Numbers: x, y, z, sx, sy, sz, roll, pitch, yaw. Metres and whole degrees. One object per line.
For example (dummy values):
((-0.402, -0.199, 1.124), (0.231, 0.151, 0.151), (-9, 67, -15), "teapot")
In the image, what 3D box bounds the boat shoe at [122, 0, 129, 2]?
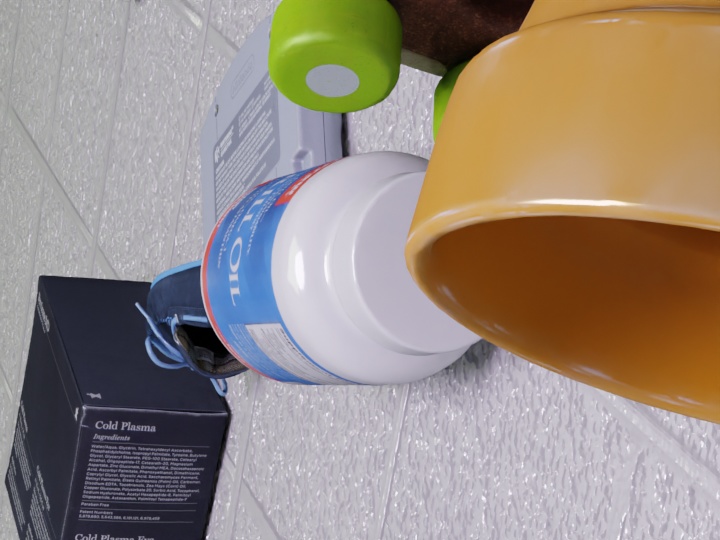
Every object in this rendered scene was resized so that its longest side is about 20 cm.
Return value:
((-0.225, -0.296, 1.757), (0.200, 0.062, 0.073), (-105, 28, -43), "boat shoe")

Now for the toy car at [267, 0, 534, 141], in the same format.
((0.065, -0.165, 0.841), (0.200, 0.157, 0.165), (-40, 38, 48), "toy car")

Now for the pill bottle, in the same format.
((0.000, 0.000, 1.014), (0.200, 0.112, 0.113), (170, 103, -69), "pill bottle")

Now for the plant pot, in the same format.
((0.130, -0.064, 0.586), (0.200, 0.200, 0.184), (156, 131, -67), "plant pot")

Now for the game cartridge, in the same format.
((-0.057, -0.080, 1.298), (0.200, 0.040, 0.134), (136, 131, -61), "game cartridge")

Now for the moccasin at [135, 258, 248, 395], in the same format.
((-0.097, 0.035, 1.310), (0.200, 0.080, 0.068), (146, 137, -66), "moccasin")

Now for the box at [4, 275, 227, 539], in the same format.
((-0.179, 0.129, 1.488), (0.200, 0.104, 0.183), (-122, 40, -58), "box")
